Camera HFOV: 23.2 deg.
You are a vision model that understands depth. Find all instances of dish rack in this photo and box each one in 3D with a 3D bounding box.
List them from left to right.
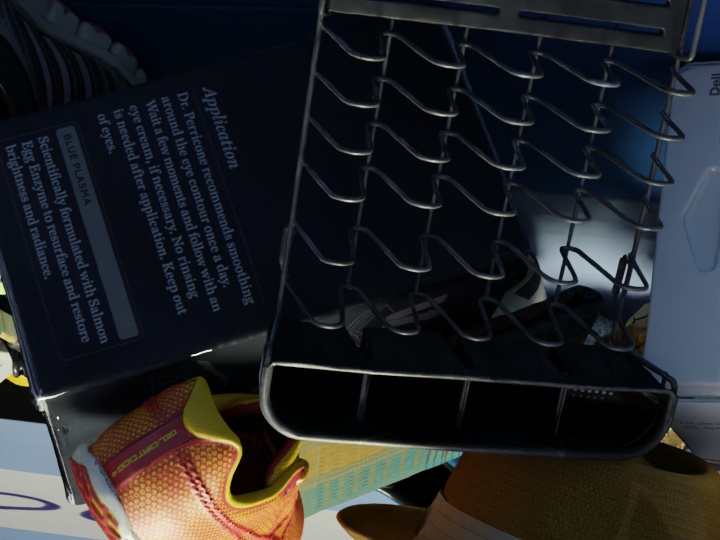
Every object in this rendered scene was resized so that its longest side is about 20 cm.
[{"bbox_3d":[0.047,-0.037,0.617,0.153,0.201,0.055,4,-160,-13],"label":"dish rack"}]

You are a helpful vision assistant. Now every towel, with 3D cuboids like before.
[{"bbox_3d":[0.032,0.064,0.822,0.146,0.022,0.200,-21,163,-9],"label":"towel"}]

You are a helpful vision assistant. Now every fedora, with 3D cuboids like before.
[{"bbox_3d":[0.088,0.100,0.705,0.200,0.082,0.201,20,179,0],"label":"fedora"}]

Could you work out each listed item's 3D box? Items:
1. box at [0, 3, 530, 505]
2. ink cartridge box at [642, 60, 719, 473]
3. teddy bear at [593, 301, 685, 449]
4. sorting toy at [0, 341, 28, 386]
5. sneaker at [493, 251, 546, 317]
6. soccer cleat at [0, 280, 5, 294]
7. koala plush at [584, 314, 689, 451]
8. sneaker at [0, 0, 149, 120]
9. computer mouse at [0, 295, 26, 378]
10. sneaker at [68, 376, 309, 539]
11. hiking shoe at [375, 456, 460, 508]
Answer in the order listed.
[{"bbox_3d":[-0.051,0.001,0.757,0.199,0.118,0.197,-16,164,-11],"label":"box"},{"bbox_3d":[0.191,0.018,0.752,0.084,0.146,0.200,-1,159,25],"label":"ink cartridge box"},{"bbox_3d":[0.132,0.058,0.859,0.067,0.200,0.145,31,136,24],"label":"teddy bear"},{"bbox_3d":[-0.293,0.088,1.040,0.107,0.180,0.200,42,-175,16],"label":"sorting toy"},{"bbox_3d":[0.000,0.000,0.928,0.199,0.073,0.071,0,151,1],"label":"sneaker"},{"bbox_3d":[-0.184,-0.022,0.874,0.199,0.081,0.067,-2,180,-17],"label":"soccer cleat"},{"bbox_3d":[0.145,0.100,1.039,0.177,0.184,0.200,-2,136,25],"label":"koala plush"},{"bbox_3d":[-0.152,-0.074,0.748,0.073,0.088,0.200,2,159,20],"label":"sneaker"},{"bbox_3d":[-0.241,-0.002,0.942,0.140,0.046,0.200,39,171,31],"label":"computer mouse"},{"bbox_3d":[-0.048,0.090,0.720,0.077,0.073,0.200,-32,166,4],"label":"sneaker"},{"bbox_3d":[0.019,0.074,0.973,0.200,0.087,0.075,42,132,20],"label":"hiking shoe"}]
